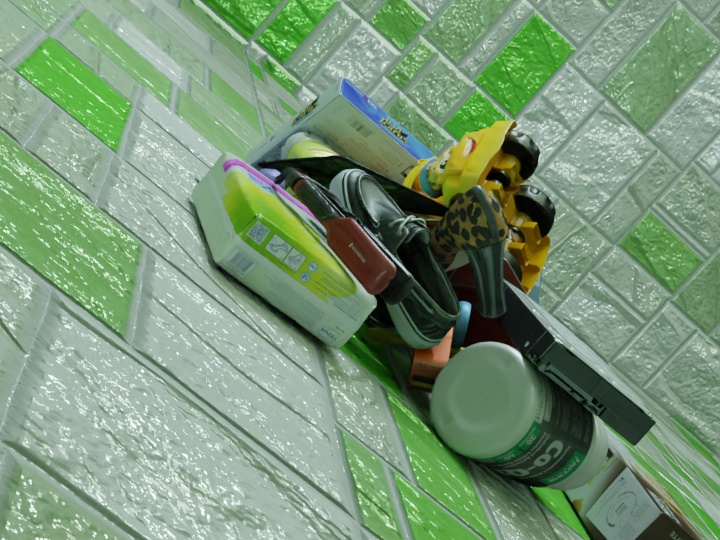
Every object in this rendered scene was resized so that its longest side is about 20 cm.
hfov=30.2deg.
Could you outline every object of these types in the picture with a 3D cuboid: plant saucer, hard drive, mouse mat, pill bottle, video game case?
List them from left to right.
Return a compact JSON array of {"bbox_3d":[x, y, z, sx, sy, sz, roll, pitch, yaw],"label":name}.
[{"bbox_3d":[-0.016,-0.129,1.709,0.200,0.181,0.045,39,36,-25],"label":"video game case"},{"bbox_3d":[-0.007,-0.090,1.457,0.161,0.008,0.200,23,-9,-29],"label":"mouse mat"},{"bbox_3d":[0.131,0.063,1.522,0.200,0.037,0.200,7,-43,53],"label":"plant saucer"},{"bbox_3d":[0.163,0.150,1.315,0.200,0.113,0.113,31,13,-51],"label":"pill bottle"},{"bbox_3d":[0.201,0.084,1.315,0.140,0.038,0.200,38,8,-18],"label":"hard drive"}]

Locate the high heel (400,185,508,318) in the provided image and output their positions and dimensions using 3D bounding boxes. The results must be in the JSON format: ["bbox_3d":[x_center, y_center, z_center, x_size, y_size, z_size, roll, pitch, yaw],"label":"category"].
[{"bbox_3d":[0.083,-0.056,1.336,0.200,0.071,0.143,41,-32,47],"label":"high heel"}]

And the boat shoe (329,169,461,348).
[{"bbox_3d":[0.042,-0.023,1.306,0.072,0.071,0.200,-17,72,-46],"label":"boat shoe"}]

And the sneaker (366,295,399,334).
[{"bbox_3d":[0.000,0.000,1.473,0.200,0.078,0.086,42,11,0],"label":"sneaker"}]

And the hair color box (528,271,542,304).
[{"bbox_3d":[0.128,-0.009,1.677,0.200,0.099,0.061,1,-14,31],"label":"hair color box"}]

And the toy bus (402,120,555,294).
[{"bbox_3d":[0.109,-0.072,1.532,0.192,0.136,0.200,10,-42,32],"label":"toy bus"}]

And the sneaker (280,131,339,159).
[{"bbox_3d":[-0.010,-0.090,1.638,0.200,0.078,0.090,29,11,-20],"label":"sneaker"}]

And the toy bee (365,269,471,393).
[{"bbox_3d":[0.084,0.069,1.393,0.131,0.109,0.200,26,44,18],"label":"toy bee"}]

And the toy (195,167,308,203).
[{"bbox_3d":[-0.063,-0.079,1.416,0.200,0.047,0.115,12,20,-28],"label":"toy"}]

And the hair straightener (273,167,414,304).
[{"bbox_3d":[-0.016,-0.034,1.243,0.200,0.041,0.077,42,7,37],"label":"hair straightener"}]

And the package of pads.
[{"bbox_3d":[-0.073,-0.020,1.249,0.154,0.068,0.200,37,10,-23],"label":"package of pads"}]

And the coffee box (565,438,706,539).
[{"bbox_3d":[0.303,0.275,1.441,0.114,0.080,0.200,40,8,-15],"label":"coffee box"}]

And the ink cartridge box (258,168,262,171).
[{"bbox_3d":[-0.075,-0.070,1.607,0.200,0.041,0.200,40,8,-17],"label":"ink cartridge box"}]
